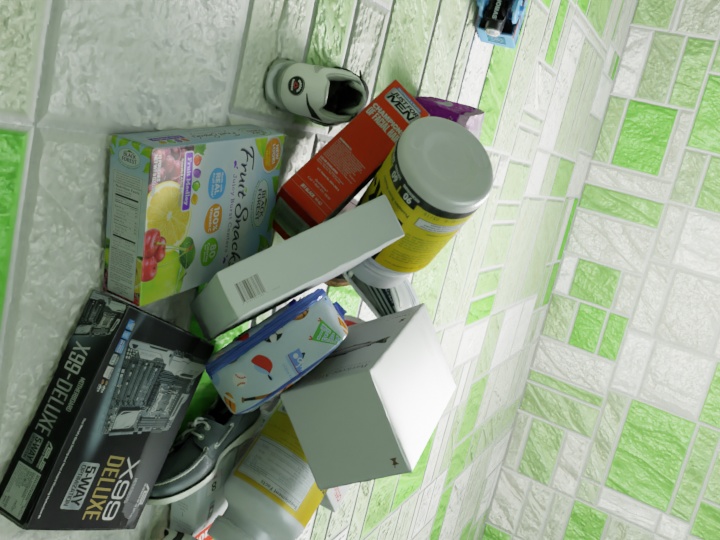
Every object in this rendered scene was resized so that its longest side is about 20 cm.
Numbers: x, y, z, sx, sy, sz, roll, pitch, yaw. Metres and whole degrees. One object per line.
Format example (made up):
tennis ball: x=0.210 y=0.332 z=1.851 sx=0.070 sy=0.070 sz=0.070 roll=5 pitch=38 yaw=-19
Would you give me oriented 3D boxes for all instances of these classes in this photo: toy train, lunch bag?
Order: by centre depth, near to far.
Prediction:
lunch bag: x=-0.084 y=0.081 z=0.792 sx=0.159 sy=0.076 sz=0.200 roll=-37 pitch=-179 yaw=-5
toy train: x=0.258 y=-0.492 z=1.255 sx=0.114 sy=0.085 sz=0.204 roll=22 pitch=85 yaw=-75

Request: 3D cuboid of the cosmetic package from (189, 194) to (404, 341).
cosmetic package: x=-0.070 y=0.000 z=0.758 sx=0.197 sy=0.052 sz=0.151 roll=-27 pitch=176 yaw=-27

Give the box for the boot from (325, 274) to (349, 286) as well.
boot: x=0.000 y=0.000 z=1.055 sx=0.199 sy=0.073 sz=0.076 roll=-22 pitch=146 yaw=-55

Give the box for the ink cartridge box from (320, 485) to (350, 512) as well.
ink cartridge box: x=-0.036 y=0.253 z=1.144 sx=0.202 sy=0.083 sz=0.146 roll=-56 pitch=152 yaw=-28

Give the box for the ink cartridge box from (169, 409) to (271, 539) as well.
ink cartridge box: x=-0.175 y=0.299 z=0.930 sx=0.162 sy=0.056 sz=0.205 roll=-26 pitch=125 yaw=-58

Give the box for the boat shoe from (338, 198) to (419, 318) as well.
boat shoe: x=0.006 y=-0.016 z=0.932 sx=0.073 sy=0.201 sz=0.067 roll=-40 pitch=176 yaw=24

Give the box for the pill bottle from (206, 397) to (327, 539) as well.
pill bottle: x=-0.094 y=0.248 z=0.873 sx=0.202 sy=0.110 sz=0.113 roll=-56 pitch=151 yaw=-23

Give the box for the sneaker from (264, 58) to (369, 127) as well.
sneaker: x=-0.023 y=-0.200 z=0.854 sx=0.199 sy=0.087 sz=0.076 roll=-21 pitch=125 yaw=-61

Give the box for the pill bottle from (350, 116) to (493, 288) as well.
pill bottle: x=0.057 y=-0.068 z=0.828 sx=0.115 sy=0.114 sz=0.201 roll=-50 pitch=178 yaw=-38

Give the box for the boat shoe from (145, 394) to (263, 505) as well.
boat shoe: x=-0.181 y=0.187 z=0.823 sx=0.199 sy=0.071 sz=0.063 roll=-37 pitch=125 yaw=-56

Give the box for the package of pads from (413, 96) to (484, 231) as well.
package of pads: x=0.116 y=-0.161 z=1.135 sx=0.075 sy=0.118 sz=0.204 roll=-26 pitch=130 yaw=-57

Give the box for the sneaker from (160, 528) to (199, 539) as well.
sneaker: x=-0.238 y=0.388 z=0.848 sx=0.202 sy=0.079 sz=0.074 roll=-59 pitch=-174 yaw=6

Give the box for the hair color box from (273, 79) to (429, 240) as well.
hair color box: x=-0.016 y=-0.121 z=0.852 sx=0.200 sy=0.064 sz=0.111 roll=-48 pitch=-178 yaw=-23

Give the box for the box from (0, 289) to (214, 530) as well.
box: x=-0.233 y=0.139 z=0.689 sx=0.204 sy=0.049 sz=0.158 roll=-67 pitch=156 yaw=-11

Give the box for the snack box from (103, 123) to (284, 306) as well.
snack box: x=-0.156 y=-0.062 z=0.708 sx=0.199 sy=0.052 sz=0.145 roll=-25 pitch=130 yaw=-59

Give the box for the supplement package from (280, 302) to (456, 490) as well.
supplement package: x=0.017 y=0.136 z=0.821 sx=0.120 sy=0.115 sz=0.200 roll=68 pitch=25 yaw=-9

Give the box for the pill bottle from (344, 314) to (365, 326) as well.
pill bottle: x=-0.041 y=0.175 z=1.037 sx=0.202 sy=0.112 sz=0.115 roll=-60 pitch=153 yaw=-30
